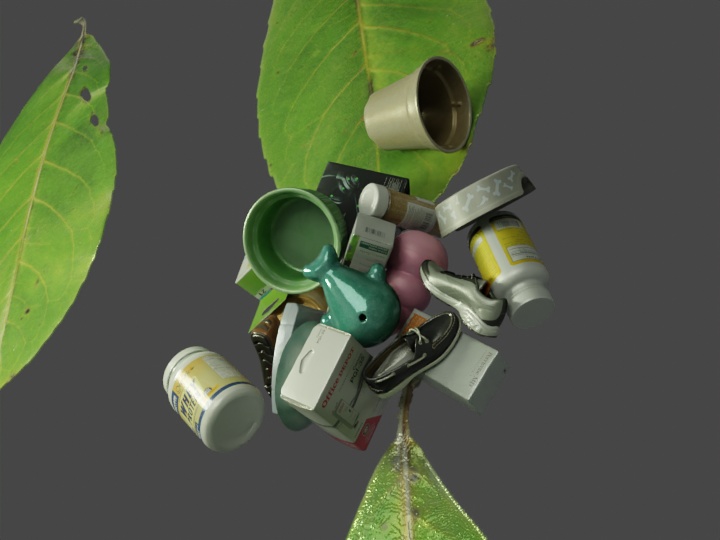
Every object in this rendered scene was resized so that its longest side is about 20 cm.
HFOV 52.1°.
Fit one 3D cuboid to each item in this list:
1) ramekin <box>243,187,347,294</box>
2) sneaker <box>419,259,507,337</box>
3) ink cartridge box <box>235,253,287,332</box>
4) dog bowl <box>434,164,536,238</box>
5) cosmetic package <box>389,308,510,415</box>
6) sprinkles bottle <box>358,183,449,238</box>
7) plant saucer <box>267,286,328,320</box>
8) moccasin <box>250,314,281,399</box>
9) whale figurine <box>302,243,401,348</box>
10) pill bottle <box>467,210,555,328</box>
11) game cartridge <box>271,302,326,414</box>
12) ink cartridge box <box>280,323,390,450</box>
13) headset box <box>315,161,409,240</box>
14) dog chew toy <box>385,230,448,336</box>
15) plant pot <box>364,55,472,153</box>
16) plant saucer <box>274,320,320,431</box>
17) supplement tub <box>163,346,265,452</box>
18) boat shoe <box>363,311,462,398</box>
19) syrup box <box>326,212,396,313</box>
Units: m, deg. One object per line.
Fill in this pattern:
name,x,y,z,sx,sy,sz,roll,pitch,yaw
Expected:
ramekin,-0.119,-0.064,1.431,0.196,0.098,0.204,3,102,16
sneaker,0.183,0.034,1.293,0.200,0.073,0.080,41,112,38
ink cartridge box,-0.201,0.009,1.566,0.147,0.075,0.202,-39,24,35
dog bowl,0.227,-0.131,1.378,0.198,0.200,0.059,-29,87,13
cosmetic package,0.153,0.159,1.309,0.198,0.071,0.102,25,75,40
sprinkles bottle,0.093,-0.115,1.446,0.068,0.197,0.070,-23,61,51
plant saucer,-0.122,0.126,1.486,0.197,0.035,0.204,-6,77,26
moccasin,-0.155,0.179,1.416,0.073,0.204,0.078,1,32,34
whale figurine,-0.017,0.048,1.316,0.159,0.200,0.104,-43,3,9
pill bottle,0.271,0.000,1.316,0.110,0.111,0.202,-28,48,13
game cartridge,-0.114,0.168,1.377,0.040,0.132,0.204,2,81,31
ink cartridge box,-0.034,0.210,1.304,0.082,0.200,0.148,14,68,37
headset box,-0.013,-0.118,1.537,0.196,0.093,0.176,13,61,12
dog chew toy,0.089,0.028,1.412,0.123,0.124,0.203,16,77,38
plant pot,0.115,-0.345,1.614,0.181,0.200,0.203,-4,57,43
plant saucer,-0.084,0.195,1.348,0.038,0.202,0.204,7,63,28
supplement tub,-0.298,0.253,1.480,0.199,0.145,0.145,31,78,42
boat shoe,0.089,0.136,1.274,0.199,0.060,0.074,-39,42,2
syrup box,0.000,0.000,1.404,0.077,0.202,0.082,17,35,-4
